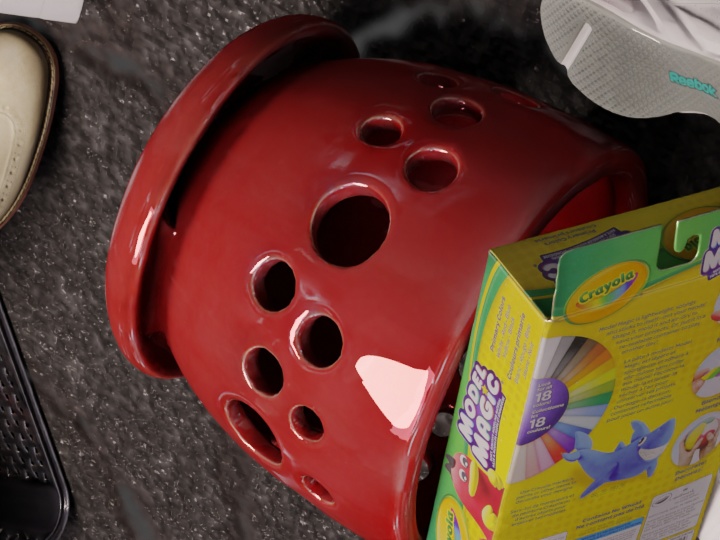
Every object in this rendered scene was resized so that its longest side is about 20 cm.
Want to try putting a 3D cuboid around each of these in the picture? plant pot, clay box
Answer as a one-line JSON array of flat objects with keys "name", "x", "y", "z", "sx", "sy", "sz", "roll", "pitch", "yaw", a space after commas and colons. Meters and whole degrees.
[{"name": "plant pot", "x": 0.000, "y": 0.000, "z": 1.038, "sx": 0.182, "sy": 0.200, "sz": 0.201, "roll": 28, "pitch": 134, "yaw": 19}, {"name": "clay box", "x": 0.096, "y": 0.046, "z": 0.947, "sx": 0.048, "sy": 0.115, "sz": 0.201, "roll": 51, "pitch": 145, "yaw": 39}]

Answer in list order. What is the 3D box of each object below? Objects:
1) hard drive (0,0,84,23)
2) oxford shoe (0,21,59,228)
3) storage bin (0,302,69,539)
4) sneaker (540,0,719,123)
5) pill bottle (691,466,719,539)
[{"name": "hard drive", "x": -0.214, "y": -0.182, "z": 1.090, "sx": 0.199, "sy": 0.027, "sz": 0.132, "roll": 6, "pitch": 133, "yaw": -17}, {"name": "oxford shoe", "x": -0.213, "y": -0.033, "z": 1.185, "sx": 0.071, "sy": 0.074, "sz": 0.201, "roll": 30, "pitch": 92, "yaw": 0}, {"name": "storage bin", "x": -0.258, "y": 0.093, "z": 1.330, "sx": 0.093, "sy": 0.135, "sz": 0.201, "roll": 4, "pitch": 123, "yaw": 33}, {"name": "sneaker", "x": 0.164, "y": -0.081, "z": 0.915, "sx": 0.200, "sy": 0.080, "sz": 0.071, "roll": 33, "pitch": 151, "yaw": 35}, {"name": "pill bottle", "x": 0.215, "y": 0.043, "z": 0.980, "sx": 0.109, "sy": 0.110, "sz": 0.200, "roll": 39, "pitch": 136, "yaw": 4}]
